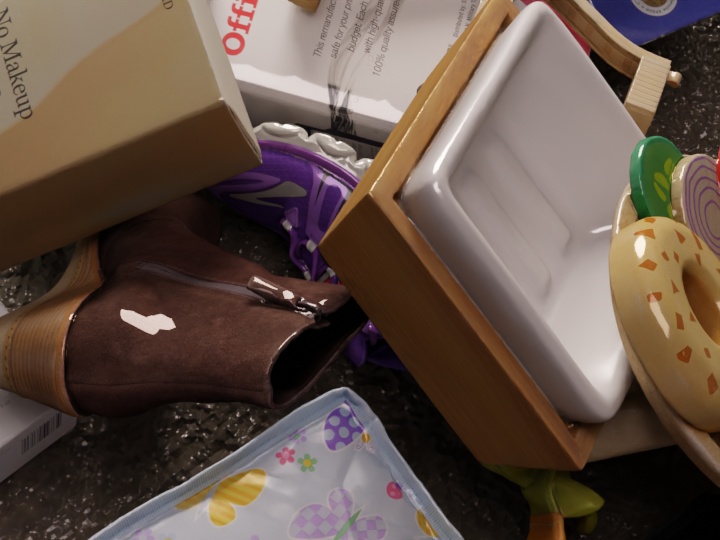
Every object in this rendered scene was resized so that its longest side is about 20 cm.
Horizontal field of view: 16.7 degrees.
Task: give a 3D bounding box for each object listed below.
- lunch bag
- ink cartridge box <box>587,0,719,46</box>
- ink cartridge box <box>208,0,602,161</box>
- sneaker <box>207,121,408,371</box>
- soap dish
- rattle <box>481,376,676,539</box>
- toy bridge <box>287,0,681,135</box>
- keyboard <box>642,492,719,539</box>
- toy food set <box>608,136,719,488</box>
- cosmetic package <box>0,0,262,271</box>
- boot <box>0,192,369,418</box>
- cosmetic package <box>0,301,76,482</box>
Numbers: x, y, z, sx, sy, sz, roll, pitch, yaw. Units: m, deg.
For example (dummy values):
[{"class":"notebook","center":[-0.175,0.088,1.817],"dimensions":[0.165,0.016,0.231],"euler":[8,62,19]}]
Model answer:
[{"class":"lunch bag","center":[-0.066,0.169,1.077],"dimensions":[0.199,0.170,0.128],"euler":[-27,72,-23]},{"class":"ink cartridge box","center":[0.168,-0.234,1.295],"dimensions":[0.199,0.041,0.201],"euler":[-24,70,-21]},{"class":"ink cartridge box","center":[0.017,-0.116,1.281],"dimensions":[0.198,0.084,0.146],"euler":[15,62,0]},{"class":"sneaker","center":[0.000,0.000,1.222],"dimensions":[0.199,0.081,0.084],"euler":[35,70,7]},{"class":"soap dish","center":[0.069,-0.018,1.132],"dimensions":[0.158,0.081,0.200],"euler":[52,35,-15]},{"class":"rattle","center":[0.157,0.105,1.197],"dimensions":[0.199,0.130,0.144],"euler":[-8,73,-41]},{"class":"toy bridge","center":[0.067,-0.130,1.231],"dimensions":[0.199,0.027,0.068],"euler":[21,61,2]},{"class":"keyboard","center":[0.107,0.194,1.144],"dimensions":[0.199,0.040,0.105],"euler":[-33,110,-24]},{"class":"toy food set","center":[0.187,0.025,1.125],"dimensions":[0.200,0.049,0.199],"euler":[42,39,-15]},{"class":"cosmetic package","center":[-0.158,-0.068,1.152],"dimensions":[0.199,0.071,0.106],"euler":[-23,65,4]},{"class":"boot","center":[-0.066,0.016,1.149],"dimensions":[0.165,0.073,0.200],"euler":[2,24,26]},{"class":"cosmetic package","center":[-0.258,0.069,1.169],"dimensions":[0.200,0.052,0.151],"euler":[-36,74,-23]}]
